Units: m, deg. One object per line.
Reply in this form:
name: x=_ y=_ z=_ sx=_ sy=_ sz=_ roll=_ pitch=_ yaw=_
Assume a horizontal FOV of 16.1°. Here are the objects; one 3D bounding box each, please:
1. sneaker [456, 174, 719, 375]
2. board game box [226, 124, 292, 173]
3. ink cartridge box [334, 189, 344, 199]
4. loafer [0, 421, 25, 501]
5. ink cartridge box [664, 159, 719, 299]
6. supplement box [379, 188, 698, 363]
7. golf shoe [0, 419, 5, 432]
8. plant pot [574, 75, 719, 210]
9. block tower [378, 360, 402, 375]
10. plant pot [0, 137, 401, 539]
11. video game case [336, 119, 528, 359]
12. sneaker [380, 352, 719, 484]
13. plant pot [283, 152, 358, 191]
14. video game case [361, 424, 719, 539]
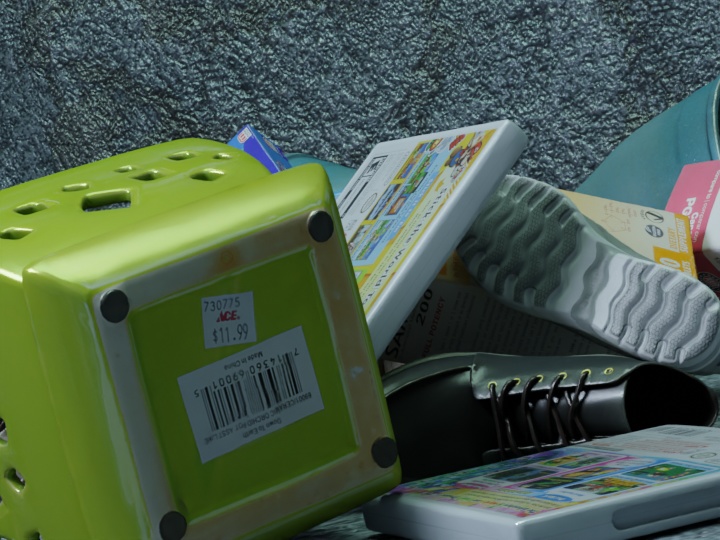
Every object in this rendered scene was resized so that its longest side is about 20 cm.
sneaker: x=0.137 y=0.014 z=1.513 sx=0.200 sy=0.075 sz=0.082 roll=35 pitch=-3 yaw=33
board game box: x=-0.107 y=0.017 z=1.786 sx=0.200 sy=0.152 sz=0.045 roll=-45 pitch=-43 yaw=10
ink cartridge box: x=0.069 y=-0.003 z=1.778 sx=0.115 sy=0.068 sz=0.199 roll=-14 pitch=26 yaw=-40
loafer: x=-0.204 y=0.123 z=1.593 sx=0.199 sy=0.071 sz=0.073 roll=-10 pitch=2 yaw=-12
ink cartridge box: x=0.315 y=-0.010 z=1.664 sx=0.199 sy=0.083 sz=0.146 roll=-8 pitch=-41 yaw=48
supplement box: x=0.111 y=0.009 z=1.607 sx=0.199 sy=0.074 sz=0.126 roll=11 pitch=37 yaw=-8
golf shoe: x=-0.265 y=0.077 z=1.639 sx=0.094 sy=0.201 sz=0.078 roll=-14 pitch=47 yaw=-6
plant pot: x=0.251 y=-0.026 z=1.940 sx=0.187 sy=0.201 sz=0.200 roll=-26 pitch=-8 yaw=33
block tower: x=0.074 y=0.078 z=1.760 sx=0.054 sy=0.058 sz=0.199 roll=-12 pitch=4 yaw=-38
plant pot: x=-0.099 y=0.051 z=1.264 sx=0.199 sy=0.200 sz=0.181 roll=-21 pitch=13 yaw=-31
video game case: x=0.000 y=0.000 z=1.504 sx=0.200 sy=0.023 sz=0.182 roll=-54 pitch=18 yaw=-16
sneaker: x=0.090 y=0.077 z=1.394 sx=0.199 sy=0.075 sz=0.106 roll=-9 pitch=-1 yaw=-17
plant pot: x=0.016 y=0.019 z=1.979 sx=0.187 sy=0.201 sz=0.200 roll=9 pitch=12 yaw=32
video game case: x=0.117 y=0.106 z=1.235 sx=0.181 sy=0.024 sz=0.200 roll=-11 pitch=3 yaw=-20
